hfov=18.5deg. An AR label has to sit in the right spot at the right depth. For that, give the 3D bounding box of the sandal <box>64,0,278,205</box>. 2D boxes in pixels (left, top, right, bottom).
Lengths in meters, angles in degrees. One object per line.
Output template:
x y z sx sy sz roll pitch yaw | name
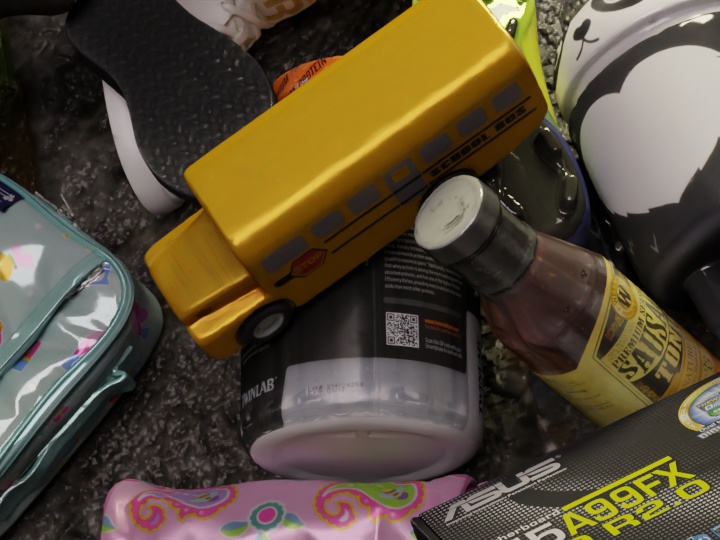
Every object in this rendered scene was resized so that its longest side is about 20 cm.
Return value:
-0.090 -0.093 1.148 0.075 0.048 0.200 -36 44 -1 | sandal

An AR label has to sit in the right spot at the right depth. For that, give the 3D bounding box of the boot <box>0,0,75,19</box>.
-0.244 -0.084 1.173 0.200 0.069 0.175 -1 86 -4 | boot

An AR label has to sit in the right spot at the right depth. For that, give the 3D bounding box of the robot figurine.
0.173 -0.059 1.093 0.150 0.125 0.200 -22 64 -2 | robot figurine

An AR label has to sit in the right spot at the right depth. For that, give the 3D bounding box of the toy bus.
-0.011 -0.046 1.032 0.200 0.078 0.065 -35 63 1 | toy bus

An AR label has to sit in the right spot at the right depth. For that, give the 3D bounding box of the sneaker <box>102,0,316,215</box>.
-0.079 -0.133 1.228 0.115 0.074 0.200 -11 65 15 | sneaker

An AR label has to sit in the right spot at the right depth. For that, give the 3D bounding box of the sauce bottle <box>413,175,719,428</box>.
0.103 0.026 1.039 0.066 0.200 0.066 -29 42 30 | sauce bottle

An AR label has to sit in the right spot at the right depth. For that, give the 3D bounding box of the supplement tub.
0.000 0.000 1.123 0.122 0.123 0.200 -6 67 14 | supplement tub

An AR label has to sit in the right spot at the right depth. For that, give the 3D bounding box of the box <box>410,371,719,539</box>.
0.141 0.111 0.963 0.200 0.044 0.160 -23 20 -11 | box

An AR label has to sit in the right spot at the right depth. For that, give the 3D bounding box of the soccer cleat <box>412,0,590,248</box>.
0.067 -0.081 1.115 0.065 0.084 0.200 -12 60 -4 | soccer cleat

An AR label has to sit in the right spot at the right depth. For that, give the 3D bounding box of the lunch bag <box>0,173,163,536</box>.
-0.210 0.048 1.191 0.160 0.077 0.200 34 81 25 | lunch bag

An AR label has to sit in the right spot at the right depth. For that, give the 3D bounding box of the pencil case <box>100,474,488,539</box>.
-0.028 0.142 1.097 0.200 0.087 0.088 -3 68 15 | pencil case
